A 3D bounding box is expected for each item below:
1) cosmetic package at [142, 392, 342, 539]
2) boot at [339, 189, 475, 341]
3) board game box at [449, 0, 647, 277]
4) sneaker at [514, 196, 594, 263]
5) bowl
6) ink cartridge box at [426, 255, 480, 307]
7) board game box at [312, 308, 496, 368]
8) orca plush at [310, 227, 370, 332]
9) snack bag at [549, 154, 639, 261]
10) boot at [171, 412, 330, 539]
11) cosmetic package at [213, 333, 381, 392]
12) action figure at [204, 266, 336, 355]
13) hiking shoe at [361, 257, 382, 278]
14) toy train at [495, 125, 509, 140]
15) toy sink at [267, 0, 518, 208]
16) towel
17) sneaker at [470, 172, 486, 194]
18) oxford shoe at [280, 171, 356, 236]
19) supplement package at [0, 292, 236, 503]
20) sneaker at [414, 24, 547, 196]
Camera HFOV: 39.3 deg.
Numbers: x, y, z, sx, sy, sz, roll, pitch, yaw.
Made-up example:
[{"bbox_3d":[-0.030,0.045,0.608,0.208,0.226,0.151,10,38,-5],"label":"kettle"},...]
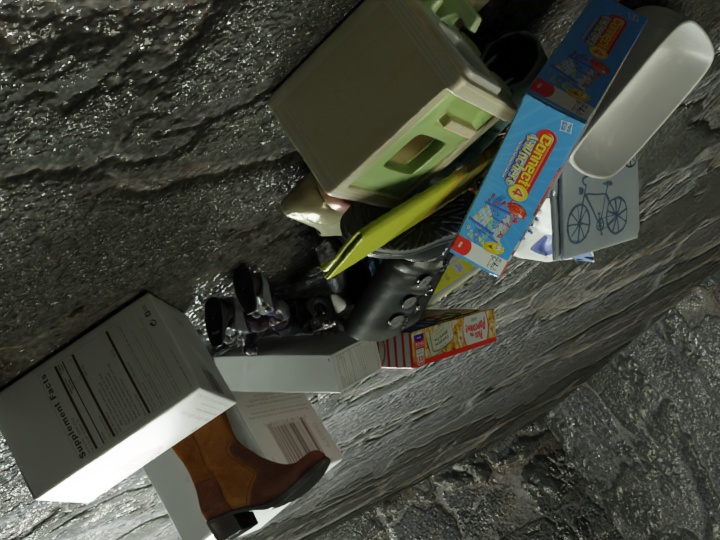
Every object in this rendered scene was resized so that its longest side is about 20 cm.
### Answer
[{"bbox_3d":[-0.171,0.264,1.426,0.200,0.165,0.165,-43,159,24],"label":"cosmetic package"},{"bbox_3d":[0.024,0.003,1.044,0.164,0.066,0.200,-7,151,-29],"label":"boot"},{"bbox_3d":[0.173,-0.125,0.932,0.200,0.056,0.196,-54,170,-42],"label":"board game box"},{"bbox_3d":[0.242,-0.068,1.354,0.114,0.081,0.200,-14,137,15],"label":"sneaker"},{"bbox_3d":[0.298,-0.206,1.144,0.200,0.075,0.199,-52,155,16],"label":"bowl"},{"bbox_3d":[0.131,-0.014,1.334,0.199,0.047,0.198,-33,-179,3],"label":"ink cartridge box"},{"bbox_3d":[0.060,0.083,1.289,0.151,0.047,0.199,-2,-175,38],"label":"board game box"},{"bbox_3d":[0.000,0.000,1.149,0.071,0.106,0.201,-6,133,9],"label":"orca plush"},{"bbox_3d":[0.298,-0.123,1.280,0.188,0.201,0.021,-14,-164,-43],"label":"snack bag"},{"bbox_3d":[-0.153,0.217,1.285,0.188,0.201,0.068,-36,164,21],"label":"boot"},{"bbox_3d":[-0.078,0.113,1.218,0.199,0.051,0.082,-5,-170,41],"label":"cosmetic package"},{"bbox_3d":[-0.102,0.056,1.169,0.130,0.070,0.200,-30,159,18],"label":"action figure"},{"bbox_3d":[0.032,-0.003,1.222,0.074,0.087,0.200,-17,155,-40],"label":"hiking shoe"},{"bbox_3d":[0.148,-0.162,1.112,0.199,0.034,0.046,-15,142,-41],"label":"toy train"},{"bbox_3d":[0.049,-0.154,0.838,0.200,0.112,0.130,-41,161,20],"label":"toy sink"},{"bbox_3d":[0.049,-0.059,0.910,0.200,0.018,0.086,-33,170,-36],"label":"towel"},{"bbox_3d":[0.149,-0.108,1.203,0.199,0.078,0.082,-5,158,-45],"label":"sneaker"},{"bbox_3d":[-0.012,-0.068,1.045,0.074,0.071,0.200,-25,159,22],"label":"oxford shoe"},{"bbox_3d":[-0.254,0.137,1.047,0.199,0.120,0.121,-34,162,2],"label":"supplement package"},{"bbox_3d":[0.099,-0.154,0.978,0.200,0.074,0.118,-45,167,3],"label":"sneaker"}]
